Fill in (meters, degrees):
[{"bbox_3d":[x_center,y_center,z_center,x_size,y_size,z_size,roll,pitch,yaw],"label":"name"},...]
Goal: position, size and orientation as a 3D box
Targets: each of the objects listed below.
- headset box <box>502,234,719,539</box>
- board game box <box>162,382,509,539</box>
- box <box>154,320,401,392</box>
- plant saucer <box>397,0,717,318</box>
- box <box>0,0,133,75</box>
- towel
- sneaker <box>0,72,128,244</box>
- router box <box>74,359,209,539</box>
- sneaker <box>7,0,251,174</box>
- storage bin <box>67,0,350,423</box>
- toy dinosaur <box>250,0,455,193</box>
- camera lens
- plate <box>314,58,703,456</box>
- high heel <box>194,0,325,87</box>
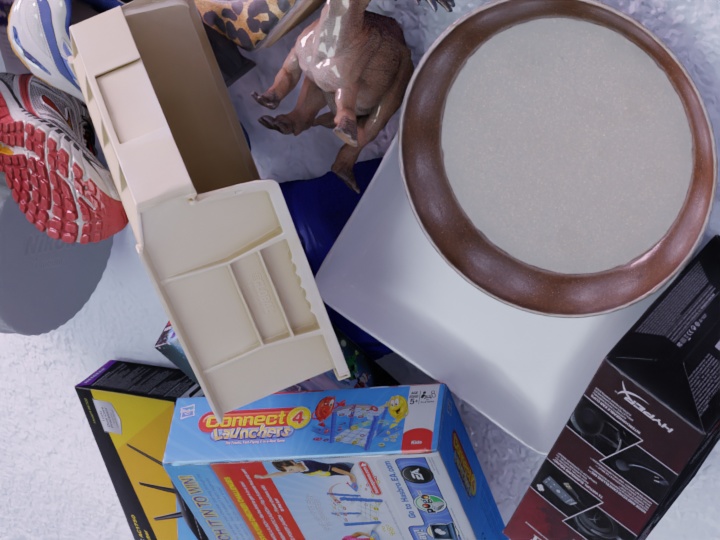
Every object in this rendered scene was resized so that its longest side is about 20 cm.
[{"bbox_3d":[0.177,0.098,1.165,0.077,0.149,0.201,38,138,13],"label":"headset box"},{"bbox_3d":[-0.012,0.162,1.319,0.194,0.056,0.201,-4,140,17],"label":"board game box"},{"bbox_3d":[-0.037,0.090,1.376,0.200,0.038,0.136,42,147,-22],"label":"box"},{"bbox_3d":[0.120,-0.071,1.138,0.198,0.034,0.202,9,113,21],"label":"plant saucer"},{"bbox_3d":[-0.219,-0.216,1.374,0.143,0.036,0.202,12,127,35],"label":"box"},{"bbox_3d":[0.000,0.000,1.325,0.199,0.050,0.149,-11,112,45],"label":"towel"},{"bbox_3d":[-0.216,-0.091,1.348,0.200,0.082,0.078,44,137,39],"label":"sneaker"},{"bbox_3d":[-0.143,0.177,1.576,0.148,0.051,0.202,5,122,41],"label":"router box"},{"bbox_3d":[-0.150,-0.128,1.300,0.199,0.076,0.088,34,154,-21],"label":"sneaker"},{"bbox_3d":[-0.101,-0.045,1.208,0.199,0.093,0.201,72,175,-47],"label":"storage bin"},{"bbox_3d":[0.004,-0.136,1.192,0.085,0.136,0.200,32,169,12],"label":"toy dinosaur"},{"bbox_3d":[-0.313,-0.046,1.483,0.199,0.160,0.161,19,130,31],"label":"camera lens"},{"bbox_3d":[0.092,-0.010,1.212,0.199,0.032,0.201,34,120,7],"label":"plate"},{"bbox_3d":[-0.091,-0.212,1.235,0.143,0.071,0.200,52,144,-4],"label":"high heel"}]
